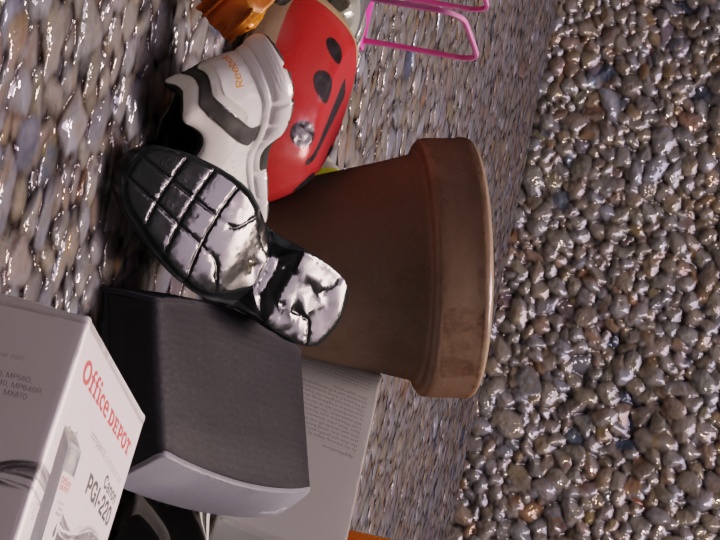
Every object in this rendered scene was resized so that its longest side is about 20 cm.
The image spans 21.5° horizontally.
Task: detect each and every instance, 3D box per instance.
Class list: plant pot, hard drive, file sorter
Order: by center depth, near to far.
[{"bbox_3d":[-0.094,0.086,1.223,0.200,0.042,0.136,25,57,-59],"label":"hard drive"},{"bbox_3d":[0.000,0.000,1.438,0.200,0.173,0.203,179,-90,-82],"label":"plant pot"},{"bbox_3d":[0.060,-0.300,1.662,0.139,0.124,0.202,53,49,-75],"label":"file sorter"}]

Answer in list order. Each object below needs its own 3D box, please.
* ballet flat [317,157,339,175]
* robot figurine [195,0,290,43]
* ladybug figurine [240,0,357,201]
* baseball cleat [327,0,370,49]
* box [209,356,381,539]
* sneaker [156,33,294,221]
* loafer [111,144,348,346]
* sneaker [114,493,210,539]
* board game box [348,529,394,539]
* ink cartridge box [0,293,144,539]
[{"bbox_3d":[-0.037,-0.063,1.594,0.200,0.066,0.068,63,18,-77],"label":"ballet flat"},{"bbox_3d":[-0.044,-0.231,1.240,0.145,0.058,0.201,-36,-160,27],"label":"robot figurine"},{"bbox_3d":[-0.052,-0.125,1.389,0.136,0.071,0.201,89,16,-48],"label":"ladybug figurine"},{"bbox_3d":[-0.010,-0.250,1.537,0.107,0.069,0.201,91,22,-72],"label":"baseball cleat"},{"bbox_3d":[-0.060,0.169,1.439,0.201,0.097,0.125,-76,-171,-49],"label":"box"},{"bbox_3d":[-0.101,-0.075,1.237,0.074,0.079,0.201,58,-26,27],"label":"sneaker"},{"bbox_3d":[-0.093,-0.017,1.200,0.073,0.072,0.200,-55,132,-10],"label":"loafer"},{"bbox_3d":[-0.122,0.175,1.311,0.115,0.075,0.203,13,86,-78],"label":"sneaker"},{"bbox_3d":[-0.042,0.354,1.580,0.201,0.198,0.201,-67,164,-49],"label":"board game box"},{"bbox_3d":[-0.182,0.129,0.928,0.146,0.084,0.202,78,24,-65],"label":"ink cartridge box"}]
